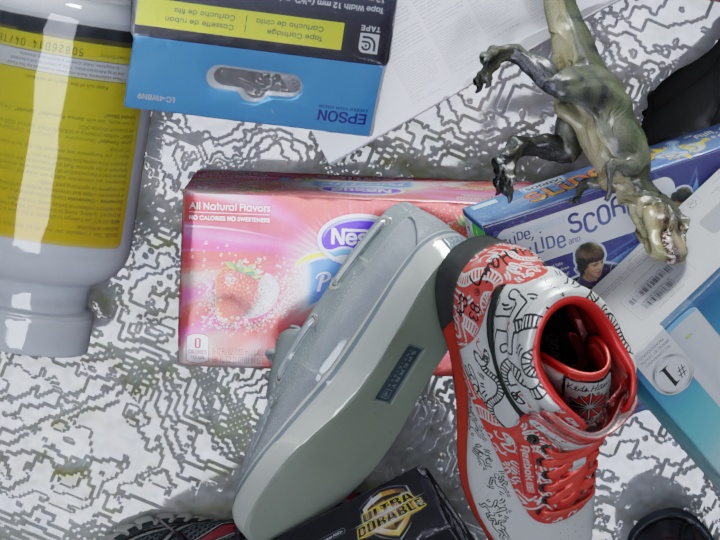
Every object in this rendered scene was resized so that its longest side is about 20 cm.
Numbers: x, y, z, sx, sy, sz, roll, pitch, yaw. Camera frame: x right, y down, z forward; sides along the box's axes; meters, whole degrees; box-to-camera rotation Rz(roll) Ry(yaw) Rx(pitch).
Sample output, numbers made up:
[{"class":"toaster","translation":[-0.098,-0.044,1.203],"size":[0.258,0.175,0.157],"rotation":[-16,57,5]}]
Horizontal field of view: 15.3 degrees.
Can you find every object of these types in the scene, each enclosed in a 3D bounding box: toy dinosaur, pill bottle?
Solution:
[{"class":"toy dinosaur","translation":[0.106,-0.087,1.394],"size":[0.088,0.047,0.201],"rotation":[-15,80,-17]},{"class":"pill bottle","translation":[-0.178,-0.057,1.511],"size":[0.111,0.112,0.201],"rotation":[10,97,0]}]

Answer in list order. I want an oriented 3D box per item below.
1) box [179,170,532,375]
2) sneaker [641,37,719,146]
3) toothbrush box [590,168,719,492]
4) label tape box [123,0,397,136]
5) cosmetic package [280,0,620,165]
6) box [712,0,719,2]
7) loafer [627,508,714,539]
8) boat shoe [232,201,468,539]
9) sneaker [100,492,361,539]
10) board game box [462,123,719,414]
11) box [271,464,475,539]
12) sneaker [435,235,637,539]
[{"class":"box","translation":[0.000,0.000,1.514],"size":[0.199,0.095,0.103],"rotation":[3,99,1]},{"class":"sneaker","translation":[0.185,-0.061,1.513],"size":[0.200,0.091,0.076],"rotation":[-47,127,-1]},{"class":"toothbrush box","translation":[0.232,0.052,1.427],"size":[0.146,0.085,0.200],"rotation":[-42,116,-1]},{"class":"label tape box","translation":[-0.049,-0.183,1.451],"size":[0.142,0.066,0.201],"rotation":[6,106,-10]},{"class":"cosmetic package","translation":[0.049,-0.146,1.525],"size":[0.199,0.051,0.083],"rotation":[-29,98,4]},{"class":"box","translation":[0.220,-0.198,1.465],"size":[0.199,0.095,0.103],"rotation":[11,88,-13]},{"class":"loafer","translation":[0.210,0.233,1.528],"size":[0.072,0.063,0.201],"rotation":[-28,96,5]},{"class":"boat shoe","translation":[-0.012,0.053,1.436],"size":[0.072,0.070,0.201],"rotation":[44,104,38]},{"class":"sneaker","translation":[-0.083,0.176,1.557],"size":[0.199,0.075,0.081],"rotation":[-19,96,4]},{"class":"board game box","translation":[0.164,0.002,1.454],"size":[0.199,0.034,0.136],"rotation":[-17,111,-12]},{"class":"box","translation":[-0.017,0.209,1.508],"size":[0.198,0.200,0.050],"rotation":[-28,57,4]},{"class":"sneaker","translation":[0.099,0.086,1.376],"size":[0.067,0.108,0.202],"rotation":[-23,114,-22]}]
